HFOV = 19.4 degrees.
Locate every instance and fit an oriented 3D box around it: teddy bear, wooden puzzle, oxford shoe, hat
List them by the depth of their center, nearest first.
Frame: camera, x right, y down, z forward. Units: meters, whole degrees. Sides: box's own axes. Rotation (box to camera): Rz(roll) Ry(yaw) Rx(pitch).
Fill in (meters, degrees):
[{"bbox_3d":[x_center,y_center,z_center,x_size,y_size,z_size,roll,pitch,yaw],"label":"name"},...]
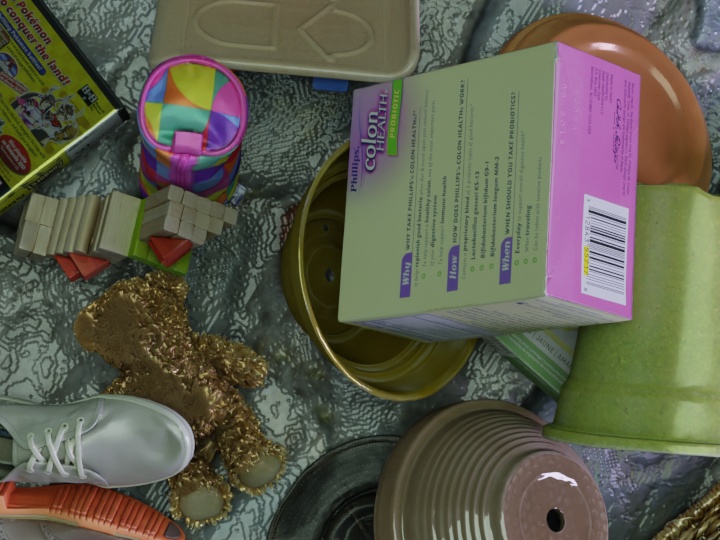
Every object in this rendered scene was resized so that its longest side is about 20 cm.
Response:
[{"bbox_3d":[-0.220,0.131,1.574,0.199,0.058,0.076,3,106,16],"label":"oxford shoe"},{"bbox_3d":[0.026,0.225,1.595,0.199,0.081,0.202,0,85,-4],"label":"hat"},{"bbox_3d":[-0.232,0.203,1.600,0.199,0.071,0.073,10,102,5],"label":"oxford shoe"},{"bbox_3d":[-0.055,-0.193,1.603,0.198,0.186,0.047,1,128,0],"label":"wooden puzzle"},{"bbox_3d":[-0.137,0.097,1.612,0.200,0.067,0.145,42,103,1],"label":"teddy bear"}]

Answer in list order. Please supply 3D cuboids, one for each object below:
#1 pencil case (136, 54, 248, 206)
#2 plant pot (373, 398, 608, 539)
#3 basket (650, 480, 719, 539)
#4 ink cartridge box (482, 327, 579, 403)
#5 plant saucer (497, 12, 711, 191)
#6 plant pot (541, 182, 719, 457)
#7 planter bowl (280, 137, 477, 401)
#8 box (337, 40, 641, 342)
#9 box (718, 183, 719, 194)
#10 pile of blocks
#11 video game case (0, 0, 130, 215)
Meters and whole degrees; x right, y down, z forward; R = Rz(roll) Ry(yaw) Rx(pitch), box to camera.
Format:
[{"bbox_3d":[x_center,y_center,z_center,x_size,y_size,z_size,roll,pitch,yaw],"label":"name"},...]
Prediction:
[{"bbox_3d":[-0.125,-0.092,1.561,0.088,0.200,0.089,1,76,-4],"label":"pencil case"},{"bbox_3d":[0.115,0.189,1.552,0.200,0.093,0.202,10,71,-31],"label":"plant pot"},{"bbox_3d":[0.317,0.224,1.578,0.200,0.143,0.149,-37,89,-5],"label":"basket"},{"bbox_3d":[0.179,-0.005,1.612,0.145,0.048,0.200,40,79,-14],"label":"ink cartridge box"},{"bbox_3d":[0.189,-0.109,1.607,0.199,0.037,0.202,11,65,-23],"label":"plant saucer"},{"bbox_3d":[0.235,0.033,1.505,0.199,0.200,0.186,4,90,-2],"label":"plant pot"},{"bbox_3d":[0.000,0.000,1.592,0.200,0.083,0.202,7,79,-44],"label":"planter bowl"},{"bbox_3d":[0.090,-0.049,1.489,0.096,0.199,0.177,15,73,-43],"label":"box"},{"bbox_3d":[0.382,-0.022,1.622,0.198,0.101,0.113,-2,86,-3],"label":"box"},{"bbox_3d":[-0.181,-0.018,1.583,0.199,0.082,0.063,-1,69,37],"label":"pile of blocks"},{"bbox_3d":[-0.305,-0.138,1.616,0.180,0.026,0.200,-37,73,-5],"label":"video game case"}]
